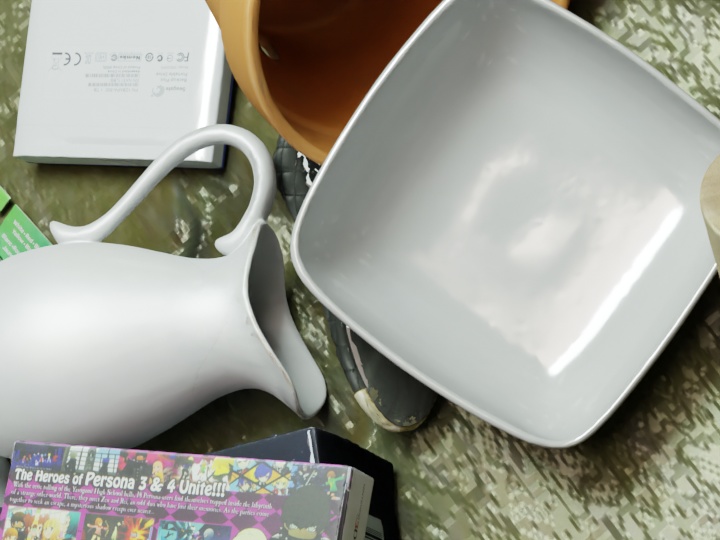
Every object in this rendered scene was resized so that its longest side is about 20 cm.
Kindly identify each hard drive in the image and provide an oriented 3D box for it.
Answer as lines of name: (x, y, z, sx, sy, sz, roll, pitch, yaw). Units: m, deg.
hard drive: (-0.133, -0.162, 1.548, 0.132, 0.025, 0.201, 3, 81, 22)

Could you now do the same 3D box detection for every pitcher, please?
pitcher: (-0.132, 0.015, 1.454, 0.199, 0.121, 0.172, -11, 77, 14)

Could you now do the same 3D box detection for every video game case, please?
video game case: (-0.100, 0.182, 1.317, 0.199, 0.036, 0.182, 2, 75, 26)

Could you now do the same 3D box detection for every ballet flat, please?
ballet flat: (0.000, 0.000, 1.444, 0.057, 0.066, 0.201, -50, 49, 51)

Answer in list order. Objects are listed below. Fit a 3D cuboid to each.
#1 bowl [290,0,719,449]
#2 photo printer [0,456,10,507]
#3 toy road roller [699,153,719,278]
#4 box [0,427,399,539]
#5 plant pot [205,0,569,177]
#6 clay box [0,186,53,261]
bowl: (0.084, -0.029, 1.366, 0.200, 0.075, 0.200, 35, 92, 5)
photo printer: (-0.254, 0.132, 1.430, 0.069, 0.200, 0.167, -33, 63, 13)
toy road roller: (0.259, -0.068, 1.291, 0.199, 0.123, 0.146, -18, 53, 5)
box: (-0.082, 0.183, 1.388, 0.199, 0.104, 0.148, -15, 69, 21)
plant pot: (-0.003, -0.170, 1.417, 0.200, 0.200, 0.140, -52, 40, 3)
clay box: (-0.285, 0.024, 1.565, 0.200, 0.048, 0.115, -49, 62, 6)
